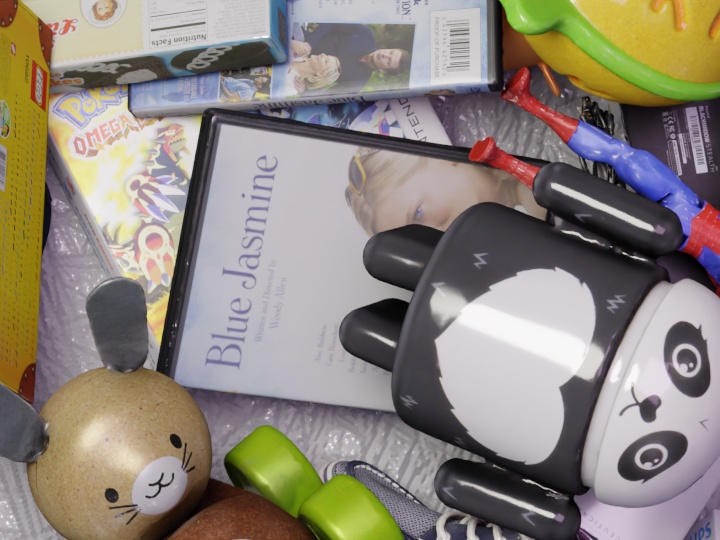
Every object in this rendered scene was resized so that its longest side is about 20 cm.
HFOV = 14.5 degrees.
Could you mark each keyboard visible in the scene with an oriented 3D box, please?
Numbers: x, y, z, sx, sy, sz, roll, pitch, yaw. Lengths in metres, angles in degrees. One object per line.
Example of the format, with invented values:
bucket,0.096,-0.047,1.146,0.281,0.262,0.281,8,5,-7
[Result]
keyboard,0.161,-0.065,1.514,0.103,0.040,0.201,-8,84,-12

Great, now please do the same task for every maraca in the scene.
maraca,0.119,-0.148,1.424,0.199,0.107,0.138,14,45,-38

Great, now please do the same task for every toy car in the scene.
toy car,-0.104,0.104,1.381,0.164,0.158,0.201,-39,121,-16

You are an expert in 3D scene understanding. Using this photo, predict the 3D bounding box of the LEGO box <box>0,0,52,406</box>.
LEGO box,-0.238,-0.033,1.405,0.148,0.077,0.201,-3,73,16

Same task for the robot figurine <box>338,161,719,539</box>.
robot figurine,0.092,0.040,1.410,0.199,0.151,0.125,22,51,16

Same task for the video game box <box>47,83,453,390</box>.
video game box,-0.055,-0.058,1.525,0.199,0.047,0.183,-27,85,-14

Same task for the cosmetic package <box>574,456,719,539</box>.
cosmetic package,0.156,0.073,1.536,0.101,0.071,0.200,36,76,-5

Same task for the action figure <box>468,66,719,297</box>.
action figure,0.161,-0.033,1.444,0.199,0.099,0.066,29,79,-9

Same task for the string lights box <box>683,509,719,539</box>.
string lights box,0.226,0.233,1.498,0.102,0.059,0.201,9,61,-17

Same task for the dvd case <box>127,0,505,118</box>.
dvd case,-0.024,-0.156,1.479,0.199,0.018,0.144,-3,75,13

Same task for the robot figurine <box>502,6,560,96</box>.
robot figurine,0.073,-0.196,1.538,0.116,0.144,0.201,-3,79,31

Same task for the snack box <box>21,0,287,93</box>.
snack box,-0.138,-0.155,1.476,0.199,0.037,0.117,-6,71,13

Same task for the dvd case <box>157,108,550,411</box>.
dvd case,0.000,0.000,1.484,0.199,0.018,0.144,8,99,-22

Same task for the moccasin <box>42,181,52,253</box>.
moccasin,-0.221,0.031,1.463,0.080,0.068,0.201,21,79,-8

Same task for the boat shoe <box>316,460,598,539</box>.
boat shoe,0.066,0.147,1.469,0.200,0.075,0.093,43,115,16
